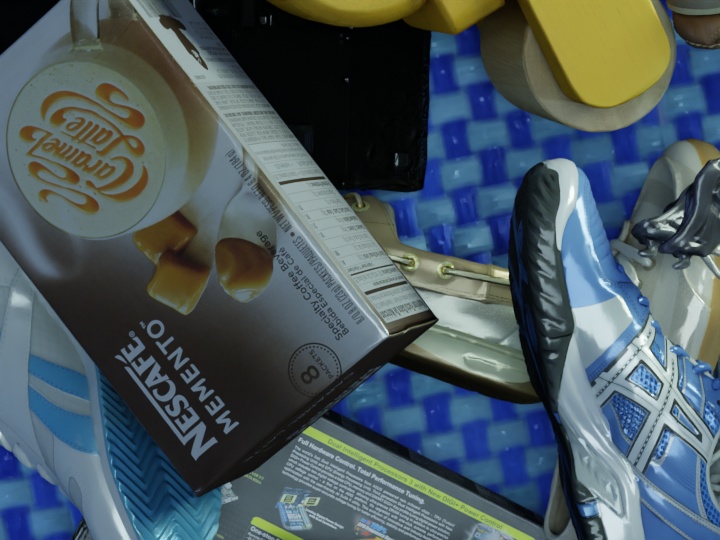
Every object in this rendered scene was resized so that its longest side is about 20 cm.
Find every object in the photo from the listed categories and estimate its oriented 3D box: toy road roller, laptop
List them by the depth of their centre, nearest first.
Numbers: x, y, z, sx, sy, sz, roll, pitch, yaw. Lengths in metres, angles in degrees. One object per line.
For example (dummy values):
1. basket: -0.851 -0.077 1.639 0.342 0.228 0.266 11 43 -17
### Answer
1. toy road roller: 0.031 -0.134 1.217 0.146 0.123 0.200 -32 103 -6
2. laptop: -0.076 -0.128 1.287 0.200 0.103 0.178 -1 95 -28

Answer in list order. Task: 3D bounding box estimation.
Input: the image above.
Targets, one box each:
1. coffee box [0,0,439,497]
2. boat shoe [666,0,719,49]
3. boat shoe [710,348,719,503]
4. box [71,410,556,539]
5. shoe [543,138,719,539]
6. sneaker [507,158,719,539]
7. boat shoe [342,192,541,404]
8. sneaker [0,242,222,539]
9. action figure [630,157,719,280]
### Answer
1. coffee box: -0.078 -0.019 1.194 0.114 0.080 0.200 -39 83 15
2. boat shoe: 0.221 -0.116 1.233 0.200 0.072 0.068 -16 113 -30
3. boat shoe: 0.175 0.115 1.288 0.086 0.075 0.202 -15 104 3
4. box: -0.033 0.145 1.292 0.200 0.044 0.160 26 92 -4
5. shoe: 0.126 0.036 1.269 0.053 0.070 0.200 10 91 -22
6. sneaker: 0.115 0.045 1.214 0.077 0.076 0.200 -16 99 -2
7. boat shoe: 0.000 0.000 1.274 0.200 0.074 0.066 21 81 -5
8. sneaker: -0.128 0.060 1.241 0.081 0.076 0.200 -40 61 25
9. action figure: 0.208 0.036 1.188 0.102 0.119 0.200 -35 83 -9
